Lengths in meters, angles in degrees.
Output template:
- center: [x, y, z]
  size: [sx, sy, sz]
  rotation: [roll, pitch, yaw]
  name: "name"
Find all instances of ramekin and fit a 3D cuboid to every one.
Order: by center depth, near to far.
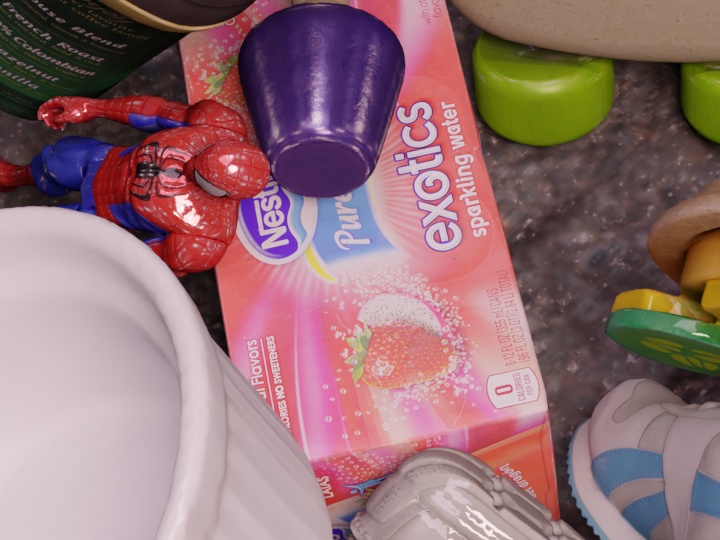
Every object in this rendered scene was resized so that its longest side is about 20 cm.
- center: [-0.104, 0.090, 0.679]
  size: [0.200, 0.098, 0.201]
  rotation: [-19, 49, 24]
  name: "ramekin"

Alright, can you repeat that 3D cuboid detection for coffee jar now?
- center: [-0.080, -0.119, 0.773]
  size: [0.085, 0.200, 0.104]
  rotation: [32, 71, -18]
  name: "coffee jar"

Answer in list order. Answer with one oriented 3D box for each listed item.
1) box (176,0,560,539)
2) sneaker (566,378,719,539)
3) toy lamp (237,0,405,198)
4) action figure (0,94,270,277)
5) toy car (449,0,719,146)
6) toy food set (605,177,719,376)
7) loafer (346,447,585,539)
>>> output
- center: [0.000, 0.000, 0.817]
  size: [0.102, 0.095, 0.200]
  rotation: [-12, 55, 1]
  name: "box"
- center: [0.122, 0.074, 0.714]
  size: [0.081, 0.076, 0.200]
  rotation: [-55, 18, 9]
  name: "sneaker"
- center: [-0.013, -0.114, 0.804]
  size: [0.058, 0.058, 0.200]
  rotation: [-5, 56, 5]
  name: "toy lamp"
- center: [-0.092, -0.026, 0.802]
  size: [0.200, 0.052, 0.066]
  rotation: [-5, 70, 51]
  name: "action figure"
- center: [0.112, -0.172, 0.891]
  size: [0.157, 0.165, 0.200]
  rotation: [2, 44, 9]
  name: "toy car"
- center: [0.180, 0.020, 0.700]
  size: [0.200, 0.198, 0.049]
  rotation: [19, 79, -21]
  name: "toy food set"
- center: [0.078, 0.136, 0.715]
  size: [0.200, 0.070, 0.070]
  rotation: [38, 100, 5]
  name: "loafer"
